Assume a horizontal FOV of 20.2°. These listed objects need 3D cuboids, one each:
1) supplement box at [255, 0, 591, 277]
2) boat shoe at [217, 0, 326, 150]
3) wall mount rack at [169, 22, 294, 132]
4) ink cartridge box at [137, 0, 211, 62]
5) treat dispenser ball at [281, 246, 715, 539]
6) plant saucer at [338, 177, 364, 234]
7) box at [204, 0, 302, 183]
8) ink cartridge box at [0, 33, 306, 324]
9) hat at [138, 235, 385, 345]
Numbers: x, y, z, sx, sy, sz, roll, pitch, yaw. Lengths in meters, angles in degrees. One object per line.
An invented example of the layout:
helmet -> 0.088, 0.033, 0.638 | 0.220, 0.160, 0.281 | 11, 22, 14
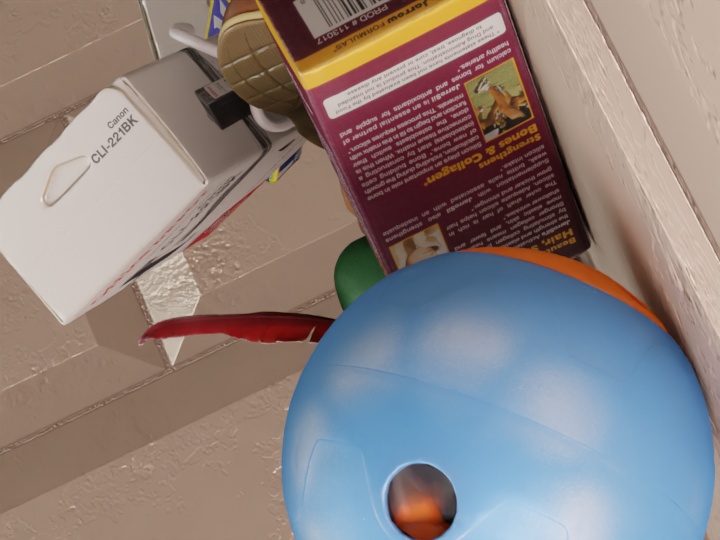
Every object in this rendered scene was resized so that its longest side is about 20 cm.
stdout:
supplement box -> 0.035, -0.078, 1.064 | 0.086, 0.110, 0.201 | 62, 178, 47
boat shoe -> -0.026, -0.124, 1.147 | 0.200, 0.072, 0.068 | 33, -126, -65
wall mount rack -> -0.032, -0.189, 1.224 | 0.074, 0.201, 0.173 | 25, -164, 31
ink cartridge box -> -0.059, -0.187, 1.481 | 0.200, 0.146, 0.083 | -39, -65, -73
treat dispenser ball -> 0.063, 0.089, 0.933 | 0.201, 0.200, 0.202 | -25, -90, -89
plant saucer -> 0.010, -0.124, 1.350 | 0.200, 0.032, 0.202 | 4, -90, -82
box -> -0.062, -0.166, 1.344 | 0.064, 0.070, 0.201 | -53, -24, -67
ink cartridge box -> -0.120, -0.066, 1.246 | 0.084, 0.144, 0.200 | 49, -152, 2
hat -> 0.000, 0.000, 1.332 | 0.175, 0.167, 0.200 | 23, -169, 26
